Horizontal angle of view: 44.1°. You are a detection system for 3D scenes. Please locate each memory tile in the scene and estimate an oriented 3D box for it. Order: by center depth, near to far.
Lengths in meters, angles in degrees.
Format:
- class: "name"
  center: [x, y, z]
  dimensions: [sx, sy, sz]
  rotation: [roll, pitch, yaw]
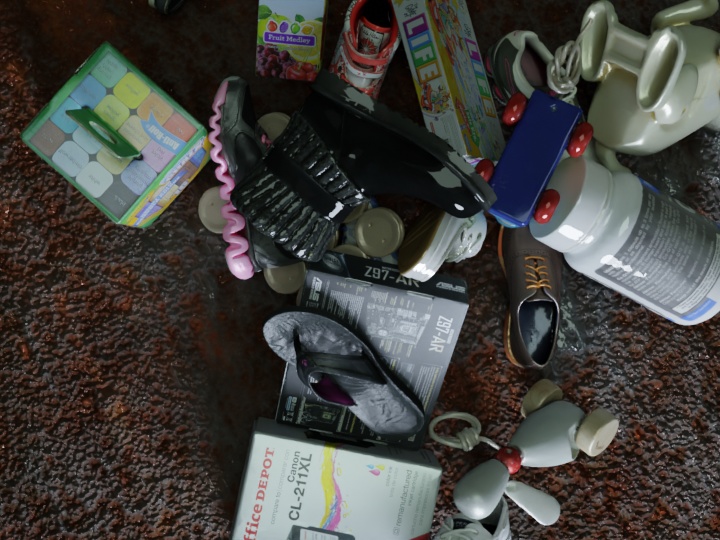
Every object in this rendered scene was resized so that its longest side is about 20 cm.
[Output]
- class: "memory tile"
  center: [-0.064, -0.053, 0.920]
  dimensions: [0.200, 0.017, 0.153]
  rotation: [43, 109, 11]

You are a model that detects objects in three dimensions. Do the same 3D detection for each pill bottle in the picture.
- class: "pill bottle"
  center: [0.282, -0.033, 0.919]
  dimensions: [0.200, 0.114, 0.114]
  rotation: [26, 89, -16]

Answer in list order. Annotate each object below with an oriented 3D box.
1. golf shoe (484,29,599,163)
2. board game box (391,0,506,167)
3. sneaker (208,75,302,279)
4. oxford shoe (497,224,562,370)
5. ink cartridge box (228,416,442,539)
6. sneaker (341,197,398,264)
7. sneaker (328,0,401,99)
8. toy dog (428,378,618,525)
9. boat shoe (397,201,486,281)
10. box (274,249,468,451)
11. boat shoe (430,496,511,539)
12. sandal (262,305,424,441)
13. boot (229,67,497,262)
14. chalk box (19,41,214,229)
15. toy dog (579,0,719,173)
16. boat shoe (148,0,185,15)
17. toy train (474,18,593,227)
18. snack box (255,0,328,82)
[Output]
- class: "golf shoe"
  center: [0.201, -0.162, 0.944]
  dimensions: [0.077, 0.088, 0.200]
  rotation: [-34, 94, -5]
- class: "board game box"
  center: [0.091, -0.202, 0.904]
  dimensions: [0.034, 0.134, 0.201]
  rotation: [-18, 85, 27]
- class: "sneaker"
  center: [-0.094, -0.093, 0.880]
  dimensions: [0.095, 0.079, 0.201]
  rotation: [-4, 107, 7]
- class: "oxford shoe"
  center: [0.190, 0.007, 0.950]
  dimensions: [0.071, 0.073, 0.201]
  rotation: [-4, 90, -3]
- class: "ink cartridge box"
  center: [-0.030, 0.249, 0.933]
  dimensions: [0.199, 0.083, 0.146]
  rotation: [12, 91, -4]
- class: "sneaker"
  center: [0.000, 0.000, 0.939]
  dimensions: [0.088, 0.075, 0.201]
  rotation: [-20, 89, 1]
- class: "sneaker"
  center: [-0.010, -0.192, 0.919]
  dimensions: [0.067, 0.108, 0.202]
  rotation: [20, 89, -3]
- class: "toy dog"
  center: [0.174, 0.200, 0.929]
  dimensions: [0.199, 0.132, 0.097]
  rotation: [-16, 128, -15]
- class: "boat shoe"
  center: [0.097, -0.043, 0.896]
  dimensions: [0.069, 0.200, 0.071]
  rotation: [44, 128, -10]
- class: "box"
  center: [0.007, 0.085, 0.904]
  dimensions: [0.160, 0.044, 0.201]
  rotation: [11, 123, -3]
- class: "boat shoe"
  center: [0.099, 0.277, 0.894]
  dimensions: [0.073, 0.200, 0.066]
  rotation: [5, 98, 24]
- class: "sandal"
  center: [-0.011, 0.105, 0.863]
  dimensions: [0.200, 0.048, 0.075]
  rotation: [41, 118, -21]
- class: "boot"
  center: [0.001, -0.067, 0.811]
  dimensions: [0.211, 0.079, 0.158]
  rotation: [34, 93, 13]
- class: "chalk box"
  center: [-0.229, -0.127, 0.858]
  dimensions: [0.124, 0.200, 0.124]
  rotation: [42, 87, -4]
- class: "toy dog"
  center: [0.341, -0.186, 0.910]
  dimensions: [0.199, 0.140, 0.195]
  rotation: [-9, 114, -24]
- class: "boat shoe"
  center: [-0.139, -0.337, 0.928]
  dimensions: [0.200, 0.072, 0.068]
  rotation: [-45, 90, -5]
- class: "toy train"
  center: [0.182, -0.136, 0.876]
  dimensions: [0.084, 0.116, 0.201]
  rotation: [26, 88, 10]
- class: "snack box"
  center: [-0.060, -0.304, 0.848]
  dimensions: [0.067, 0.169, 0.201]
  rotation: [5, 120, -5]
